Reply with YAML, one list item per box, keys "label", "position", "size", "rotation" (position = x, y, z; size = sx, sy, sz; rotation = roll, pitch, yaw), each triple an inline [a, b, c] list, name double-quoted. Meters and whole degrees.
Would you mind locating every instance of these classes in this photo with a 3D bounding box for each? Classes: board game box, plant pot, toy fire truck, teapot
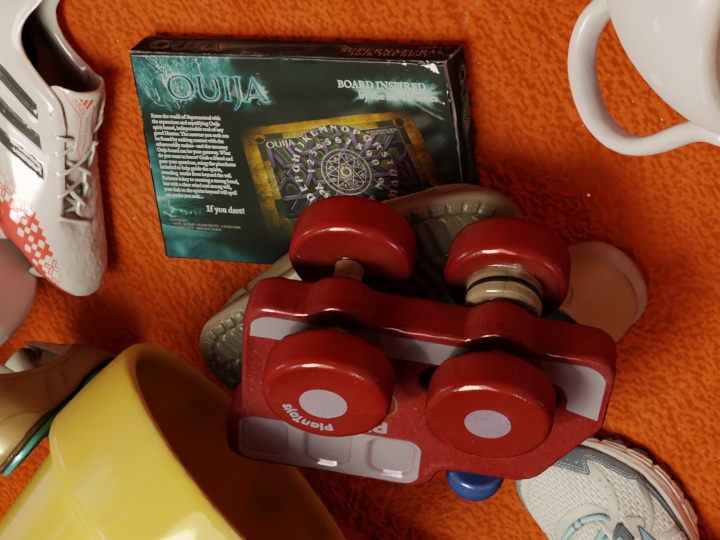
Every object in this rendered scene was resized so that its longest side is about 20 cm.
- label: "board game box"
  position: [-0.030, -0.066, 1.220]
  size: [0.199, 0.028, 0.136]
  rotation: [5, 119, 23]
- label: "plant pot"
  position: [-0.129, 0.175, 1.197]
  size: [0.189, 0.201, 0.201]
  rotation: [-41, 94, 8]
- label: "toy fire truck"
  position: [0.030, 0.060, 1.130]
  size: [0.199, 0.112, 0.168]
  rotation: [8, 143, 2]
- label: "teapot"
  position: [0.183, -0.165, 1.001]
  size: [0.146, 0.200, 0.198]
  rotation: [49, 170, 39]

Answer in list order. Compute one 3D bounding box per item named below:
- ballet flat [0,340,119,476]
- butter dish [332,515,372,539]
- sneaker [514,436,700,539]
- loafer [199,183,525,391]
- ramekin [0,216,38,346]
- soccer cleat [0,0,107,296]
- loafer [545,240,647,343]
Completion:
- label: "ballet flat"
  position: [-0.194, 0.070, 1.274]
  size: [0.063, 0.200, 0.069]
  rotation: [40, 100, 3]
- label: "butter dish"
  position: [-0.055, 0.253, 1.331]
  size: [0.200, 0.200, 0.148]
  rotation: [30, 168, 17]
- label: "sneaker"
  position: [0.164, 0.177, 1.219]
  size: [0.200, 0.086, 0.078]
  rotation: [43, 124, -1]
- label: "loafer"
  position: [0.000, 0.000, 1.187]
  size: [0.199, 0.068, 0.076]
  rotation: [-22, 114, 17]
- label: "ramekin"
  position: [-0.286, -0.016, 1.272]
  size: [0.098, 0.201, 0.201]
  rotation: [-32, 99, 26]
- label: "soccer cleat"
  position: [-0.182, -0.079, 1.266]
  size: [0.085, 0.069, 0.201]
  rotation: [-7, 107, 32]
- label: "loafer"
  position: [0.065, 0.041, 1.207]
  size: [0.200, 0.068, 0.076]
  rotation: [-26, 100, 32]
